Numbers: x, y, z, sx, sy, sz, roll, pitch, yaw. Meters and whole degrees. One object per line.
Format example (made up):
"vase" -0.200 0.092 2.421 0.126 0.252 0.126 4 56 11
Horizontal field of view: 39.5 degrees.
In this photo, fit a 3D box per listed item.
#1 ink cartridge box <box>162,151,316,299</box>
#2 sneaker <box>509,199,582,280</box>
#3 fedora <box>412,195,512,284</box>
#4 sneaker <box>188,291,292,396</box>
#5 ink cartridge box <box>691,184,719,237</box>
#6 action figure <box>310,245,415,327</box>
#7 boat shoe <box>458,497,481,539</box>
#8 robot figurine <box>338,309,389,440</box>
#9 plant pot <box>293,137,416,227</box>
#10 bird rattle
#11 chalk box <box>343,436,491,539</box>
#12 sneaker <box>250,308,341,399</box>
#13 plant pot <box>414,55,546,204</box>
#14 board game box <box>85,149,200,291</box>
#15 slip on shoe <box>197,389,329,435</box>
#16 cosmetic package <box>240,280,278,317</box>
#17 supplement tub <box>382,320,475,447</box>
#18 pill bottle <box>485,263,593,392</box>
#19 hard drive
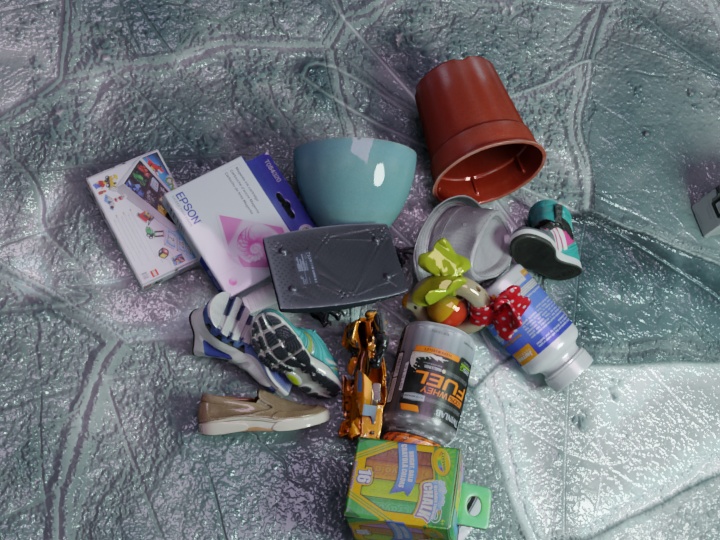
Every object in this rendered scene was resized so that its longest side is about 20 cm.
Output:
"ink cartridge box" -0.176 -0.077 1.577 0.199 0.043 0.197 -31 80 -21
"sneaker" 0.306 -0.067 1.689 0.200 0.083 0.121 26 48 -50
"fedora" 0.182 -0.032 1.632 0.200 0.090 0.178 -42 118 -39
"sneaker" -0.190 0.111 1.542 0.199 0.115 0.081 46 53 -28
"ink cartridge box" 0.694 -0.134 1.774 0.115 0.200 0.068 -11 74 -17
"action figure" 0.000 0.000 1.609 0.200 0.119 0.102 -36 87 -16
"boat shoe" 0.114 0.406 1.516 0.057 0.069 0.200 42 69 4
"robot figurine" 0.005 0.159 1.540 0.058 0.145 0.201 5 78 -14
"plant pot" -0.011 -0.122 1.613 0.199 0.200 0.136 4 81 -12
"bird rattle" 0.157 0.046 1.566 0.199 0.163 0.113 28 52 -26
"chalk box" 0.089 0.332 1.462 0.199 0.124 0.125 3 57 12
"sneaker" -0.097 0.119 1.519 0.077 0.200 0.080 -20 43 23
"plant pot" 0.188 -0.242 1.707 0.200 0.201 0.196 -10 65 -17
"board game box" -0.335 -0.082 1.598 0.126 0.035 0.201 -26 79 -20
"slip on shoe" -0.146 0.210 1.518 0.199 0.076 0.061 -3 88 -7
"cosmetic package" -0.185 -0.025 1.605 0.082 0.051 0.201 -20 76 -21
"supplement tub" 0.102 0.191 1.559 0.122 0.123 0.201 18 68 -7
"pill bottle" 0.283 0.098 1.641 0.112 0.112 0.200 -38 83 -22
"hard drive" -0.040 -0.001 1.502 0.199 0.042 0.136 -8 62 -18
